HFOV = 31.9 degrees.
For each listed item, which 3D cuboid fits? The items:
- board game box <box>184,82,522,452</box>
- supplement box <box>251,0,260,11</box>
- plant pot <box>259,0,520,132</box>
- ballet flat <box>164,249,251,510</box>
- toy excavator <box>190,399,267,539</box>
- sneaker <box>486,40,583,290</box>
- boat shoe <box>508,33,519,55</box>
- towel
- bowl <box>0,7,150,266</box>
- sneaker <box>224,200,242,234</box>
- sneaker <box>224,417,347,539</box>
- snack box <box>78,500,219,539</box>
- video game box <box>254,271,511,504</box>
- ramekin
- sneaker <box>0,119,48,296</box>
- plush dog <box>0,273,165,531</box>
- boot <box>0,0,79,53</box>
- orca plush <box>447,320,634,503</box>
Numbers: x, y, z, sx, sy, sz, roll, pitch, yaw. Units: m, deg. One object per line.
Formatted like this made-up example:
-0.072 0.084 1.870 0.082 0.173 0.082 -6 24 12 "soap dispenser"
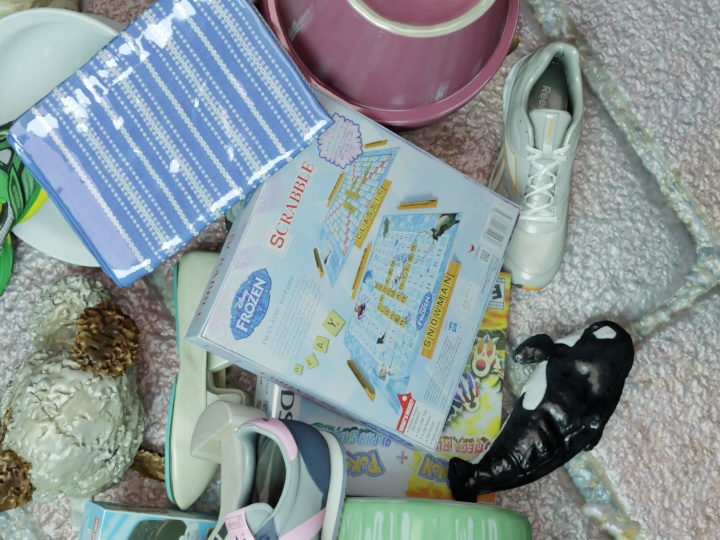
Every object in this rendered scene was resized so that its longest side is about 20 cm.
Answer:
0.000 0.000 0.917 0.198 0.041 0.202 28 74 -20 "board game box"
-0.034 -0.290 1.025 0.198 0.086 0.111 -31 85 -7 "supplement box"
0.028 -0.210 0.893 0.197 0.179 0.203 0 87 -7 "plant pot"
-0.113 0.080 0.967 0.068 0.070 0.203 0 75 -3 "ballet flat"
-0.101 0.220 0.871 0.099 0.195 0.201 19 113 -33 "toy excavator"
0.140 -0.087 1.005 0.074 0.092 0.203 4 82 -2 "sneaker"
0.029 -0.189 1.025 0.197 0.072 0.073 -11 84 1 "boat shoe"
-0.135 -0.099 0.870 0.199 0.024 0.146 -36 90 13 "towel"
-0.204 -0.112 0.969 0.198 0.090 0.204 9 118 17 "bowl"
-0.069 -0.047 0.994 0.076 0.076 0.202 -23 86 -2 "sneaker"
-0.058 0.192 0.813 0.082 0.070 0.203 27 51 -39 "sneaker"
-0.164 0.277 0.929 0.115 0.037 0.203 13 85 -36 "snack box"
0.017 0.081 0.964 0.197 0.047 0.185 7 85 -24 "video game box"
0.035 0.222 0.908 0.197 0.200 0.099 4 74 -3 "ramekin"
-0.302 -0.023 0.943 0.078 0.085 0.201 35 119 2 "sneaker"
-0.211 0.111 0.915 0.159 0.172 0.201 33 81 1 "plush dog"
-0.318 -0.252 1.010 0.197 0.073 0.158 5 81 -1 "boot"
0.151 0.106 0.963 0.198 0.071 0.107 -25 98 -27 "orca plush"
